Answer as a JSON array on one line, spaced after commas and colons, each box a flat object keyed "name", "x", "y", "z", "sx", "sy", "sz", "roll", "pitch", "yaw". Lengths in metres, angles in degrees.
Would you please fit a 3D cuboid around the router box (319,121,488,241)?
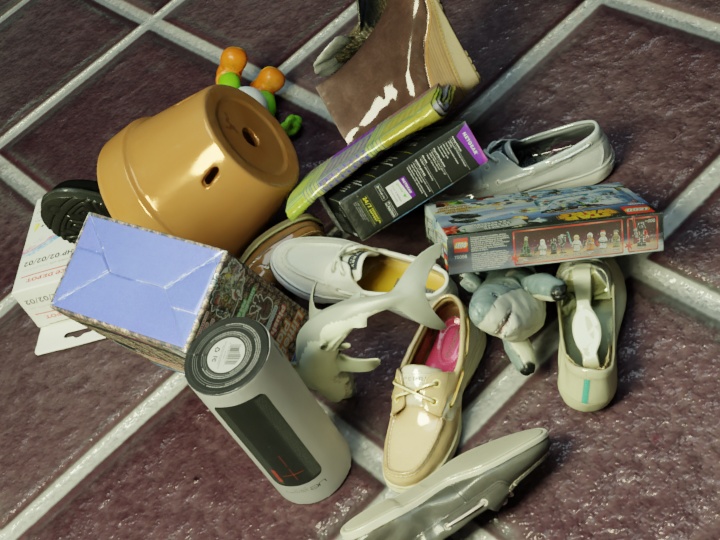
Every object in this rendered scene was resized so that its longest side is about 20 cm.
[{"name": "router box", "x": 0.038, "y": -0.095, "z": 1.332, "sx": 0.149, "sy": 0.051, "sz": 0.200, "roll": -33, "pitch": 9, "yaw": -3}]

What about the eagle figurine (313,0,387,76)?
[{"name": "eagle figurine", "x": 0.029, "y": -0.294, "z": 1.554, "sx": 0.151, "sy": 0.151, "sz": 0.201, "roll": -22, "pitch": 52, "yaw": 22}]

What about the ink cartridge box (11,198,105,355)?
[{"name": "ink cartridge box", "x": -0.331, "y": -0.007, "z": 1.501, "sx": 0.115, "sy": 0.068, "sz": 0.200, "roll": -15, "pitch": 44, "yaw": 15}]

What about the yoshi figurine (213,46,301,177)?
[{"name": "yoshi figurine", "x": -0.134, "y": -0.185, "z": 1.546, "sx": 0.112, "sy": 0.112, "sz": 0.200, "roll": -8, "pitch": 49, "yaw": 12}]

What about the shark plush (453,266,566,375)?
[{"name": "shark plush", "x": 0.127, "y": 0.007, "z": 1.205, "sx": 0.083, "sy": 0.091, "sz": 0.200, "roll": 16, "pitch": 30, "yaw": -13}]

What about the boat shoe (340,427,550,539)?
[{"name": "boat shoe", "x": 0.080, "y": 0.201, "z": 1.103, "sx": 0.200, "sy": 0.057, "sz": 0.067, "roll": -27, "pitch": 6, "yaw": -4}]

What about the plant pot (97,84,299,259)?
[{"name": "plant pot", "x": -0.159, "y": -0.103, "z": 1.377, "sx": 0.140, "sy": 0.200, "sz": 0.200, "roll": -37, "pitch": 36, "yaw": 28}]

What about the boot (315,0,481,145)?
[{"name": "boot", "x": 0.020, "y": -0.243, "z": 1.409, "sx": 0.166, "sy": 0.072, "sz": 0.200, "roll": -28, "pitch": 85, "yaw": 10}]

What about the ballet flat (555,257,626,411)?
[{"name": "ballet flat", "x": 0.209, "y": 0.035, "z": 1.178, "sx": 0.069, "sy": 0.070, "sz": 0.200, "roll": -12, "pitch": 45, "yaw": 18}]

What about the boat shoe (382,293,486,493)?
[{"name": "boat shoe", "x": 0.059, "y": 0.108, "z": 1.183, "sx": 0.074, "sy": 0.069, "sz": 0.200, "roll": -1, "pitch": 48, "yaw": 27}]

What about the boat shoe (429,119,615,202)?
[{"name": "boat shoe", "x": 0.161, "y": -0.108, "z": 1.339, "sx": 0.199, "sy": 0.069, "sz": 0.072, "roll": -10, "pitch": 46, "yaw": 20}]

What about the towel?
[{"name": "towel", "x": 0.012, "y": -0.126, "z": 1.325, "sx": 0.200, "sy": 0.023, "sz": 0.144, "roll": -34, "pitch": 11, "yaw": 15}]

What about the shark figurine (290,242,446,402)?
[{"name": "shark figurine", "x": -0.020, "y": 0.041, "z": 1.163, "sx": 0.215, "sy": 0.128, "sz": 0.090, "roll": -49, "pitch": 38, "yaw": 48}]

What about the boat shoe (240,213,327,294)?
[{"name": "boat shoe", "x": -0.107, "y": 0.025, "z": 1.358, "sx": 0.200, "sy": 0.072, "sz": 0.068, "roll": -41, "pitch": 47, "yaw": 0}]

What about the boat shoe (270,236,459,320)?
[{"name": "boat shoe", "x": 0.000, "y": 0.000, "z": 1.279, "sx": 0.199, "sy": 0.070, "sz": 0.071, "roll": 17, "pitch": 67, "yaw": 18}]

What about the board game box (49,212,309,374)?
[{"name": "board game box", "x": -0.162, "y": 0.040, "z": 1.216, "sx": 0.159, "sy": 0.200, "sz": 0.097, "roll": 15, "pitch": 77, "yaw": 27}]

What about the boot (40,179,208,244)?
[{"name": "boot", "x": -0.266, "y": -0.098, "z": 1.475, "sx": 0.079, "sy": 0.211, "sz": 0.158, "roll": -49, "pitch": 41, "yaw": 38}]

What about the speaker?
[{"name": "speaker", "x": -0.078, "y": 0.127, "z": 1.140, "sx": 0.081, "sy": 0.200, "sz": 0.081, "roll": -12, "pitch": 50, "yaw": 15}]

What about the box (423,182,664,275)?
[{"name": "box", "x": 0.168, "y": -0.042, "z": 1.210, "sx": 0.199, "sy": 0.040, "sz": 0.137, "roll": -6, "pitch": 16, "yaw": -4}]
